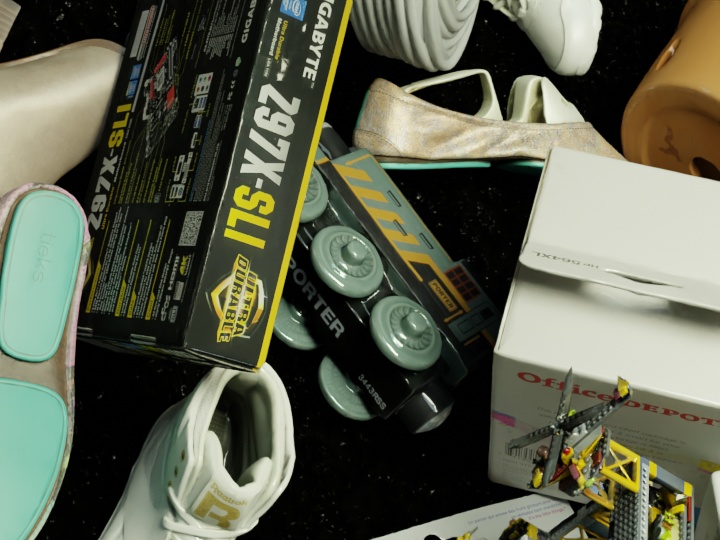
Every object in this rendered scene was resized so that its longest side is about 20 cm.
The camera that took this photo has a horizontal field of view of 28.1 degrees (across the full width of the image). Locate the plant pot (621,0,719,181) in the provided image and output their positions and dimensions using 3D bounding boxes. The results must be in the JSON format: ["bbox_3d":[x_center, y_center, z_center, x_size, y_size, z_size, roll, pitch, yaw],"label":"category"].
[{"bbox_3d":[0.267,-0.098,0.943,0.140,0.200,0.200,-39,83,-25],"label":"plant pot"}]

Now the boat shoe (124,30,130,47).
[{"bbox_3d":[-0.079,-0.170,0.902,0.067,0.074,0.200,39,46,24],"label":"boat shoe"}]

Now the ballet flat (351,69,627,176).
[{"bbox_3d":[0.090,-0.093,0.921,0.199,0.068,0.068,2,93,-27],"label":"ballet flat"}]

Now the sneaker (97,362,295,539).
[{"bbox_3d":[-0.090,0.135,0.696,0.073,0.116,0.201,22,58,-15],"label":"sneaker"}]

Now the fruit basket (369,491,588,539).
[{"bbox_3d":[0.075,0.224,0.756,0.184,0.094,0.200,-10,53,-29],"label":"fruit basket"}]

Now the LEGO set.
[{"bbox_3d":[0.071,0.151,0.648,0.116,0.154,0.201,30,49,-15],"label":"LEGO set"}]

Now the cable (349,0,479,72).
[{"bbox_3d":[0.038,-0.224,0.874,0.069,0.200,0.201,9,96,13],"label":"cable"}]

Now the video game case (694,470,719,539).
[{"bbox_3d":[0.199,0.227,0.747,0.023,0.182,0.201,-6,63,5],"label":"video game case"}]

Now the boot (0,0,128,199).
[{"bbox_3d":[-0.188,-0.067,0.796,0.199,0.070,0.147,27,64,-12],"label":"boot"}]

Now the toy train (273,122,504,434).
[{"bbox_3d":[0.000,0.000,0.835,0.114,0.085,0.200,-25,73,-46],"label":"toy train"}]

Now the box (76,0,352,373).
[{"bbox_3d":[-0.083,-0.055,0.731,0.049,0.159,0.201,18,80,-31],"label":"box"}]

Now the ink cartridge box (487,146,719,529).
[{"bbox_3d":[0.144,0.036,0.764,0.128,0.200,0.126,13,63,10],"label":"ink cartridge box"}]

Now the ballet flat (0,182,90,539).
[{"bbox_3d":[-0.179,0.055,0.719,0.069,0.071,0.201,16,68,-29],"label":"ballet flat"}]

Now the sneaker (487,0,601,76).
[{"bbox_3d":[0.094,-0.212,1.000,0.099,0.078,0.201,-15,63,-22],"label":"sneaker"}]
